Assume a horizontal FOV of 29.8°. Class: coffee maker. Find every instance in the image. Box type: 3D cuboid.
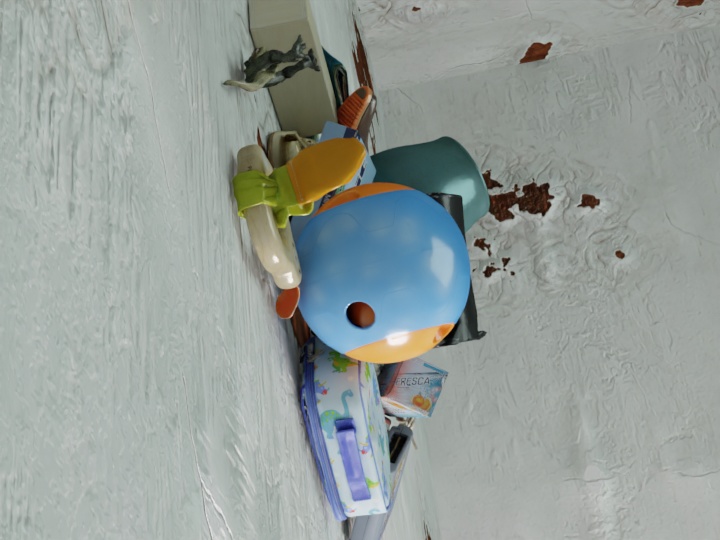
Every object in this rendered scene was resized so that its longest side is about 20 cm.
[{"bbox_3d":[0.091,0.001,1.781,0.192,0.134,0.201,135,-55,-87],"label":"coffee maker"}]

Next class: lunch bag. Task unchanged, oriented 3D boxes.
[{"bbox_3d":[-0.016,0.181,1.589,0.161,0.082,0.201,-94,172,-60],"label":"lunch bag"}]

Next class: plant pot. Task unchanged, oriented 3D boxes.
[{"bbox_3d":[0.078,-0.098,1.982,0.200,0.187,0.200,52,-18,25],"label":"plant pot"}]

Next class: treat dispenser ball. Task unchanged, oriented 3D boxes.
[{"bbox_3d":[0.023,0.003,1.506,0.201,0.200,0.202,-10,90,-85],"label":"treat dispenser ball"}]

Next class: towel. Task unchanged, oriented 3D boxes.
[{"bbox_3d":[-0.046,-0.255,1.932,0.200,0.022,0.147,-125,-160,-59],"label":"towel"}]

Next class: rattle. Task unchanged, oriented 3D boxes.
[{"bbox_3d":[-0.049,-0.046,1.399,0.130,0.142,0.201,56,-10,52],"label":"rattle"}]

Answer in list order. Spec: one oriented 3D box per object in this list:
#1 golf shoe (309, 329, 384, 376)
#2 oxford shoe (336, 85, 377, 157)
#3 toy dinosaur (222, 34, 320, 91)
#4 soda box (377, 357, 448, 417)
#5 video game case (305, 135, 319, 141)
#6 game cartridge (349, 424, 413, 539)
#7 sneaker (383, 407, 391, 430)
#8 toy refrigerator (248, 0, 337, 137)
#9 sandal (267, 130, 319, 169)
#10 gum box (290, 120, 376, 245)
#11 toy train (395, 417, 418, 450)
[{"bbox_3d":[-0.023,0.098,1.739,0.079,0.097,0.200,-60,-174,-22],"label":"golf shoe"},{"bbox_3d":[-0.013,-0.153,1.840,0.201,0.073,0.071,-67,-154,19],"label":"oxford shoe"},{"bbox_3d":[-0.094,-0.222,1.476,0.200,0.088,0.048,-83,152,-76],"label":"toy dinosaur"},{"bbox_3d":[0.046,0.148,1.743,0.064,0.068,0.200,-67,-170,-10],"label":"soda box"},{"bbox_3d":[-0.080,-0.199,1.981,0.200,0.022,0.183,-86,165,-73],"label":"video game case"},{"bbox_3d":[0.027,0.293,1.788,0.200,0.041,0.134,-45,147,-75],"label":"game cartridge"},{"bbox_3d":[-0.007,0.227,1.803,0.200,0.073,0.087,69,33,-75],"label":"sneaker"},{"bbox_3d":[-0.085,-0.267,1.752,0.200,0.075,0.070,73,9,-51],"label":"toy refrigerator"},{"bbox_3d":[-0.070,-0.147,1.708,0.212,0.069,0.078,-79,158,-76],"label":"sandal"},{"bbox_3d":[-0.037,-0.075,1.677,0.200,0.044,0.171,54,55,-79],"label":"gum box"},{"bbox_3d":[0.051,0.151,1.929,0.116,0.084,0.201,45,29,-70],"label":"toy train"}]
